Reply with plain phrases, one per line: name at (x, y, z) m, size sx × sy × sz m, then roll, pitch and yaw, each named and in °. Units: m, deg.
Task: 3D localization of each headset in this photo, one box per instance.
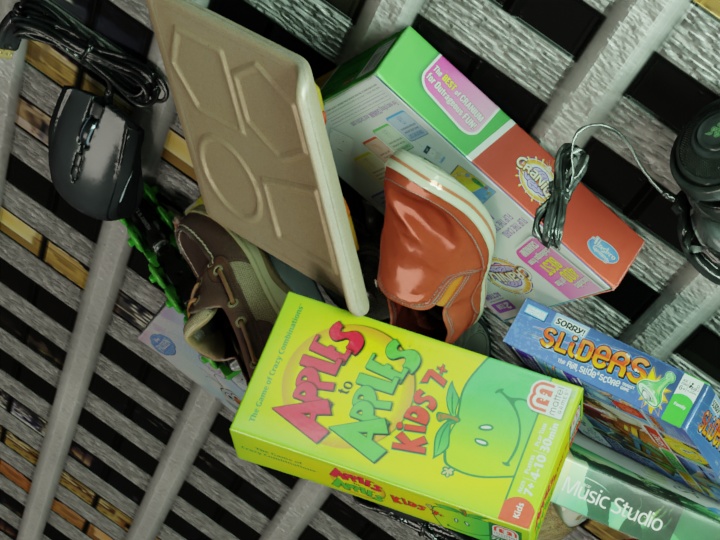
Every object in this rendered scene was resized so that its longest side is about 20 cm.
headset at (0.196, -0.031, 1.381) m, size 0.199 × 0.094 × 0.124 m, roll 15°, pitch 152°, yaw 19°

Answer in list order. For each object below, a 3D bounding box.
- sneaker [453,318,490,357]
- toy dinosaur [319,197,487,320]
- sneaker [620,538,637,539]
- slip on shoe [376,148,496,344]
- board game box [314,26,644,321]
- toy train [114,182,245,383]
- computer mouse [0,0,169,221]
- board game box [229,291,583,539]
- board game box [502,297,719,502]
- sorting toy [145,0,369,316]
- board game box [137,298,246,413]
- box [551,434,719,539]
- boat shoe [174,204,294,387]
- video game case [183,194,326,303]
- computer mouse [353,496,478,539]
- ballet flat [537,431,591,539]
sneaker at (0.023, 0.067, 1.862) m, size 0.145 × 0.077 × 0.203 m, roll 23°, pitch 157°, yaw 22°
toy dinosaur at (0.000, 0.000, 1.761) m, size 0.199 × 0.077 × 0.103 m, roll -4°, pitch 121°, yaw 53°
sneaker at (0.241, 0.227, 1.762) m, size 0.200 × 0.074 × 0.081 m, roll -130°, pitch 32°, yaw -65°
slip on shoe at (0.041, -0.007, 1.594) m, size 0.074 × 0.061 × 0.200 m, roll 30°, pitch 157°, yaw 19°
board game box at (0.061, -0.055, 1.604) m, size 0.200 × 0.040 × 0.153 m, roll 41°, pitch 158°, yaw -13°
toy train at (-0.130, 0.011, 1.930) m, size 0.200 × 0.042 × 0.056 m, roll 55°, pitch 175°, yaw 36°
computer mouse at (-0.217, -0.108, 1.866) m, size 0.140 × 0.046 × 0.200 m, roll 34°, pitch 148°, yaw 7°
board game box at (0.030, 0.095, 1.616) m, size 0.199 × 0.102 × 0.048 m, roll 18°, pitch 157°, yaw 12°
board game box at (0.180, 0.090, 1.668) m, size 0.135 × 0.035 × 0.200 m, roll 26°, pitch 170°, yaw 25°
sorting toy at (-0.062, -0.084, 1.638) m, size 0.200 × 0.036 × 0.186 m, roll 36°, pitch 148°, yaw 47°
board game box at (-0.072, 0.078, 2.072) m, size 0.199 × 0.043 × 0.200 m, roll 37°, pitch 159°, yaw -5°
box at (0.183, 0.151, 1.721) m, size 0.199 × 0.037 × 0.144 m, roll 22°, pitch -175°, yaw -3°
boat shoe at (-0.089, 0.027, 1.746) m, size 0.200 × 0.072 × 0.072 m, roll 51°, pitch 160°, yaw 43°
video game case at (-0.058, 0.028, 1.834) m, size 0.201 × 0.025 × 0.181 m, roll 63°, pitch 165°, yaw 0°
computer mouse at (0.057, 0.176, 1.871) m, size 0.140 × 0.046 × 0.200 m, roll 27°, pitch 160°, yaw 5°
ballet flat at (0.144, 0.146, 1.866) m, size 0.065 × 0.071 × 0.200 m, roll 9°, pitch 152°, yaw 23°
